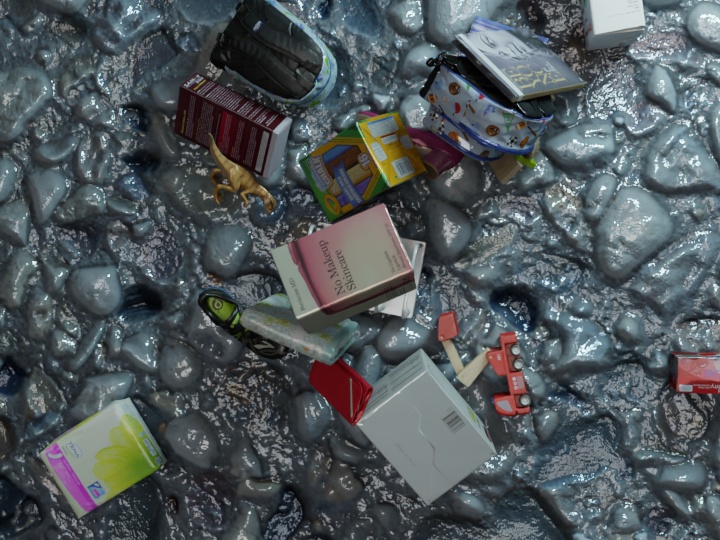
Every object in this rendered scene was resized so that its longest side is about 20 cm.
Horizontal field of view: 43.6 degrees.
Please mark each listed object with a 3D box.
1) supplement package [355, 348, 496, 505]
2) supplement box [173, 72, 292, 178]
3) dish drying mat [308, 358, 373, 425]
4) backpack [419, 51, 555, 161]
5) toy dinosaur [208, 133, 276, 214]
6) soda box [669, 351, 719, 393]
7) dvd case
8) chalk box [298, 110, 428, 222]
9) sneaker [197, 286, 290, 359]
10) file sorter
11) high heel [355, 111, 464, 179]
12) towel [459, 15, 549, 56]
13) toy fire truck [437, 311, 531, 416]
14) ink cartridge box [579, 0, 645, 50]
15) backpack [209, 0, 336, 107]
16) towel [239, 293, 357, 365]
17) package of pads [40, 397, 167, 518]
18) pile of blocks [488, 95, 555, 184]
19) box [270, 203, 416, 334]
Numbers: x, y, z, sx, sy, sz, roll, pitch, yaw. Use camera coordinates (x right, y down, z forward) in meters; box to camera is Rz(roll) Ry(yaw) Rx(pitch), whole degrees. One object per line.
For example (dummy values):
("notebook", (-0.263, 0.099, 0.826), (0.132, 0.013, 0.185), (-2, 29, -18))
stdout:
("supplement package", (0.111, 0.270, 1.566), (0.156, 0.111, 0.200), (-38, 103, 8))
("supplement box", (-0.231, -0.260, 1.617), (0.200, 0.061, 0.109), (27, 134, 6))
("dish drying mat", (-0.040, 0.199, 1.580), (0.018, 0.200, 0.077), (18, 97, -30))
("backpack", (0.208, -0.262, 1.463), (0.190, 0.200, 0.154), (37, 126, 27))
("toy dinosaur", (-0.233, -0.176, 1.627), (0.106, 0.060, 0.200), (-25, 129, 31))
("soda box", (0.632, 0.175, 1.526), (0.200, 0.070, 0.063), (1, 92, 9))
("dvd case", (0.257, -0.335, 1.447), (0.149, 0.200, 0.016), (51, 135, 21))
("chalk box", (-0.011, -0.171, 1.561), (0.200, 0.125, 0.124), (-26, 91, 41))
("sneaker", (-0.217, 0.101, 1.646), (0.200, 0.083, 0.071), (34, 98, 5))
("file sorter", (0.000, 0.000, 1.580), (0.200, 0.125, 0.139), (11, 93, 8))
("high heel", (0.088, -0.238, 1.610), (0.200, 0.067, 0.096), (39, 54, 16))
("towel", (0.224, -0.330, 1.568), (0.145, 0.024, 0.200), (25, 97, 23))
("toy fire truck", (0.219, 0.166, 1.600), (0.141, 0.049, 0.200), (-10, 92, 9))
("ink cartridge box", (0.407, -0.478, 1.489), (0.084, 0.145, 0.200), (-8, 92, 10))
("backpack", (-0.135, -0.375, 1.590), (0.200, 0.154, 0.163), (35, 95, 27))
("towel", (-0.102, 0.099, 1.570), (0.171, 0.200, 0.048), (20, 101, 9))
("package of pads", (-0.488, 0.351, 1.708), (0.200, 0.068, 0.155), (-32, 89, 8))
("pile of blocks", (0.301, -0.236, 1.554), (0.082, 0.062, 0.200), (37, 104, 50))
("box", (-0.025, -0.001, 1.444), (0.200, 0.109, 0.128), (-23, 73, -1))
